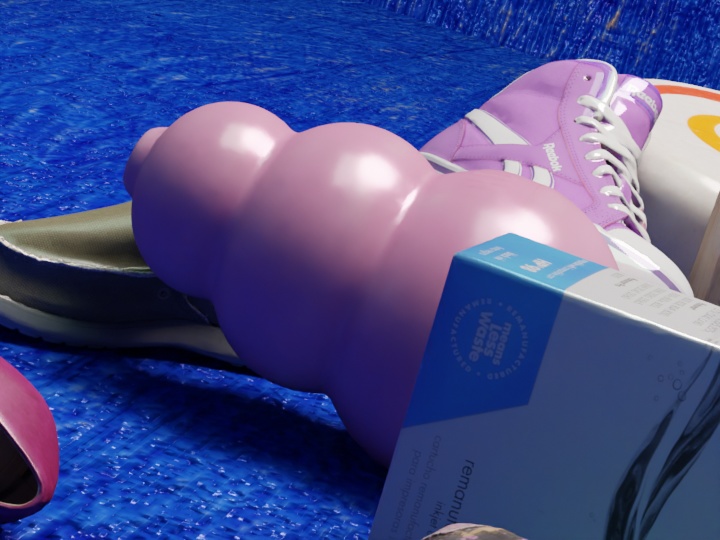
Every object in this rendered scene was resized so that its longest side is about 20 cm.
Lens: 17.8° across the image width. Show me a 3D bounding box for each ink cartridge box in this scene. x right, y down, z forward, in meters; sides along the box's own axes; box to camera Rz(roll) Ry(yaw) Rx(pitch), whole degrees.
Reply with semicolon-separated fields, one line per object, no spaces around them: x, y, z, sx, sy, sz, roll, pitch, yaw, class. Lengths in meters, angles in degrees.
0.113;0.075;0.753;0.199;0.116;0.067;20;11;17;ink cartridge box

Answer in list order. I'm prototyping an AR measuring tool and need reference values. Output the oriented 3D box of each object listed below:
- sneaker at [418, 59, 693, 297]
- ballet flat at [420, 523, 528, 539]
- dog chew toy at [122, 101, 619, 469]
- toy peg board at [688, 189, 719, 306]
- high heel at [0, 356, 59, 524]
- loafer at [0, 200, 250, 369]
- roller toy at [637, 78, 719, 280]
0.102;-0.040;1.000;0.200;0.114;0.073;36;-17;53;sneaker
0.087;0.126;0.633;0.199;0.069;0.071;18;29;25;ballet flat
0.000;0.000;0.891;0.199;0.125;0.125;28;13;9;dog chew toy
0.250;0.022;0.992;0.198;0.201;0.098;11;13;-26;toy peg board
-0.175;0.009;0.682;0.199;0.068;0.096;29;-3;-21;high heel
-0.091;-0.006;0.967;0.199;0.070;0.075;10;13;-32;loafer
0.172;0.002;1.132;0.182;0.140;0.200;31;24;28;roller toy
